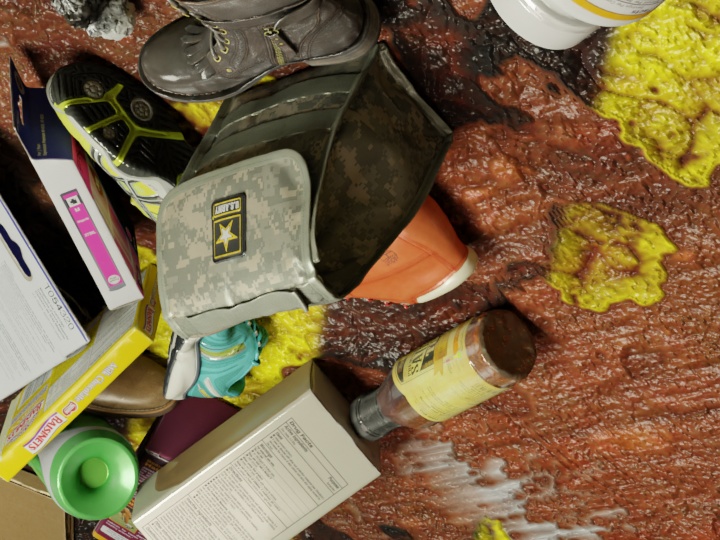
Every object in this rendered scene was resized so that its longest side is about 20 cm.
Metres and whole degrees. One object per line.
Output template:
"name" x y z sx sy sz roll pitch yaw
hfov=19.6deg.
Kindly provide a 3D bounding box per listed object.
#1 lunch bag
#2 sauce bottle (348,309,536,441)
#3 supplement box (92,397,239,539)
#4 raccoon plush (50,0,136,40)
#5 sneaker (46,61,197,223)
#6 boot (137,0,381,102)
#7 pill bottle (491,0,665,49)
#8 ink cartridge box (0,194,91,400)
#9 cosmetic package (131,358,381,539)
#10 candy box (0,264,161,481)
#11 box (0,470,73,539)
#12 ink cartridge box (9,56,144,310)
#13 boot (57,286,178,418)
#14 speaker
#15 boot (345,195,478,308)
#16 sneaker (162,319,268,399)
"lunch bag" -0.052 -0.046 1.485 0.163 0.201 0.118 -15 128 42
"sauce bottle" 0.060 0.091 1.691 0.066 0.066 0.199 39 139 -17
"supplement box" -0.163 0.201 1.937 0.110 0.086 0.200 29 143 -5
"raccoon plush" -0.186 -0.252 1.450 0.133 0.098 0.199 -21 154 29
"sneaker" -0.169 -0.080 1.620 0.200 0.076 0.076 41 140 -16
"boot" -0.092 -0.174 1.389 0.198 0.070 0.174 -12 168 20
"pill bottle" 0.160 -0.215 1.231 0.112 0.113 0.200 35 142 -12
"ink cartridge box" -0.314 0.000 1.772 0.199 0.043 0.197 -28 93 48
"cosmetic package" -0.089 0.180 1.791 0.199 0.071 0.105 -35 108 11
"candy box" -0.239 0.087 1.773 0.026 0.103 0.200 37 116 -21
"box" -0.393 0.244 2.178 0.198 0.021 0.164 20 143 9
"ink cartridge box" -0.224 -0.071 1.645 0.037 0.095 0.201 -20 131 6
"boot" -0.250 0.067 1.852 0.198 0.074 0.076 24 133 7
"speaker" -0.258 0.163 1.880 0.088 0.089 0.200 43 174 -21
"boot" 0.000 0.000 1.618 0.107 0.075 0.199 40 140 -25
"sneaker" -0.115 0.047 1.758 0.079 0.078 0.200 9 149 -9
